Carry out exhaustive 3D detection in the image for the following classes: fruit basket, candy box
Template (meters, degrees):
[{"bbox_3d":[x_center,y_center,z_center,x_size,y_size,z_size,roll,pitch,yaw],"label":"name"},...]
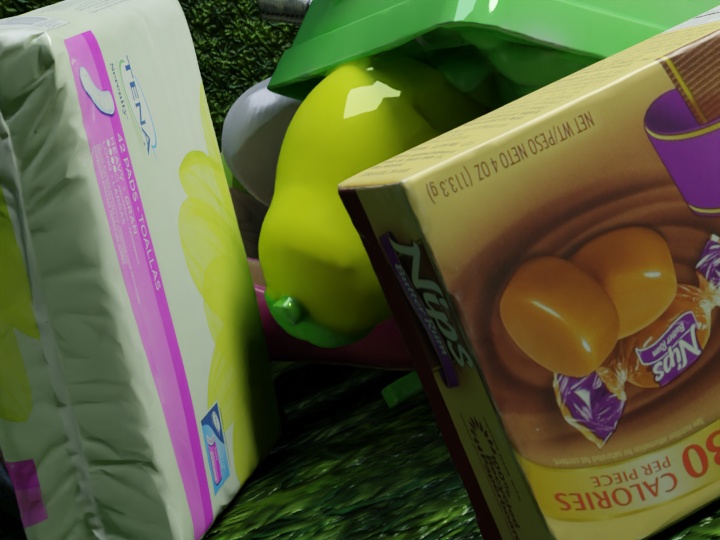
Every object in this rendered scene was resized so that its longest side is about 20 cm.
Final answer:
[{"bbox_3d":[0.043,-0.060,0.818,0.155,0.217,0.215,12,-6,-22],"label":"fruit basket"},{"bbox_3d":[0.107,-0.011,0.580,0.199,0.117,0.056,-25,8,-17],"label":"candy box"}]

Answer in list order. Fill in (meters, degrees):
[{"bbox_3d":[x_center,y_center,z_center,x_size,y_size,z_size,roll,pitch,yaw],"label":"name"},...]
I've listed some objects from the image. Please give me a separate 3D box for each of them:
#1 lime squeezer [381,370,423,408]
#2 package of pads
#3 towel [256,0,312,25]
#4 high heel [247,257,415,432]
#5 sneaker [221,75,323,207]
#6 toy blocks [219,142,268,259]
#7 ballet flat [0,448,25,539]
[{"bbox_3d":[0.105,0.004,0.823,0.199,0.038,0.071,-27,-22,-19],"label":"lime squeezer"},{"bbox_3d":[-0.092,-0.001,0.773,0.068,0.201,0.155,-10,11,14],"label":"package of pads"},{"bbox_3d":[0.067,-0.153,1.046,0.192,0.035,0.200,8,31,18],"label":"towel"},{"bbox_3d":[0.000,0.000,0.879,0.199,0.096,0.067,-23,8,7],"label":"high heel"},{"bbox_3d":[-0.008,-0.082,0.989,0.200,0.088,0.075,-12,-43,-50],"label":"sneaker"},{"bbox_3d":[-0.128,-0.012,1.095,0.136,0.100,0.200,-7,-13,22],"label":"toy blocks"},{"bbox_3d":[-0.165,0.032,0.922,0.074,0.074,0.201,-22,51,12],"label":"ballet flat"}]
